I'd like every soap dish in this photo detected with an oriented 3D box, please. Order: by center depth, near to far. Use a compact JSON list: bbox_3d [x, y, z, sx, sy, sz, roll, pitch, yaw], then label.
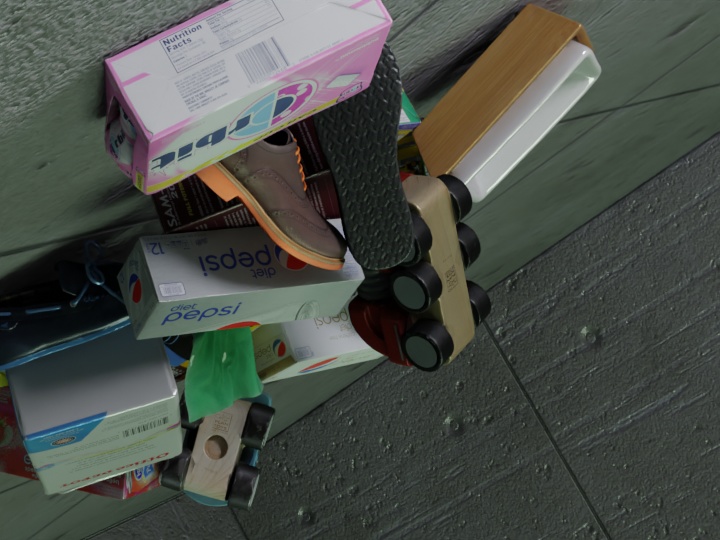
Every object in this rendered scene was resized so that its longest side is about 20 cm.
[{"bbox_3d":[0.141,-0.162,1.510,0.200,0.081,0.157,-48,169,8],"label":"soap dish"}]

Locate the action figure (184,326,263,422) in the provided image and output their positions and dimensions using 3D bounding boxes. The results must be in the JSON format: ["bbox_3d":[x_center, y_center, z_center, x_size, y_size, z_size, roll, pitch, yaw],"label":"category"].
[{"bbox_3d":[-0.139,0.026,1.437,0.054,0.202,0.118,4,-166,27],"label":"action figure"}]

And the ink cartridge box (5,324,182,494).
[{"bbox_3d":[-0.247,0.131,1.465,0.143,0.085,0.200,-16,159,-11],"label":"ink cartridge box"}]

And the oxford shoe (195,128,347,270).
[{"bbox_3d":[-0.064,-0.068,1.238,0.073,0.071,0.200,-47,132,4],"label":"oxford shoe"}]

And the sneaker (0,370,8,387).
[{"bbox_3d":[-0.303,0.074,1.494,0.084,0.075,0.200,-32,171,6],"label":"sneaker"}]

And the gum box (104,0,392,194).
[{"bbox_3d":[-0.084,-0.133,1.075,0.199,0.067,0.114,-28,170,-15],"label":"gum box"}]

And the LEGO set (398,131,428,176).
[{"bbox_3d":[0.030,-0.043,1.621,0.115,0.155,0.200,-13,154,11],"label":"LEGO set"}]

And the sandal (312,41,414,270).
[{"bbox_3d":[-0.001,-0.100,1.266,0.074,0.203,0.048,-9,-159,-7],"label":"sandal"}]

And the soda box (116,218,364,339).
[{"bbox_3d":[-0.100,0.007,1.322,0.198,0.064,0.068,-6,153,-32],"label":"soda box"}]

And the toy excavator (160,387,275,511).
[{"bbox_3d":[-0.140,0.156,1.701,0.099,0.197,0.200,14,176,1],"label":"toy excavator"}]

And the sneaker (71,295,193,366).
[{"bbox_3d":[-0.196,0.033,1.480,0.077,0.071,0.200,-23,153,21],"label":"sneaker"}]

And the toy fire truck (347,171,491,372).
[{"bbox_3d":[0.000,0.000,1.469,0.198,0.178,0.129,10,-143,35],"label":"toy fire truck"}]

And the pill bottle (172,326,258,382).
[{"bbox_3d":[-0.179,0.044,1.625,0.199,0.110,0.109,-35,170,25],"label":"pill bottle"}]

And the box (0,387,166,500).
[{"bbox_3d":[-0.304,0.171,1.652,0.198,0.097,0.099,9,-172,24],"label":"box"}]

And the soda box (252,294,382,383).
[{"bbox_3d":[-0.033,0.071,1.709,0.068,0.064,0.199,-30,165,40],"label":"soda box"}]

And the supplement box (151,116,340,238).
[{"bbox_3d":[-0.075,-0.069,1.341,0.198,0.061,0.109,-22,157,-4],"label":"supplement box"}]

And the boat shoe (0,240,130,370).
[{"bbox_3d":[-0.250,0.024,1.356,0.198,0.069,0.084,-25,-160,-16],"label":"boat shoe"}]

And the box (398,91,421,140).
[{"bbox_3d":[-0.049,-0.099,1.466,0.199,0.049,0.117,-34,170,31],"label":"box"}]
